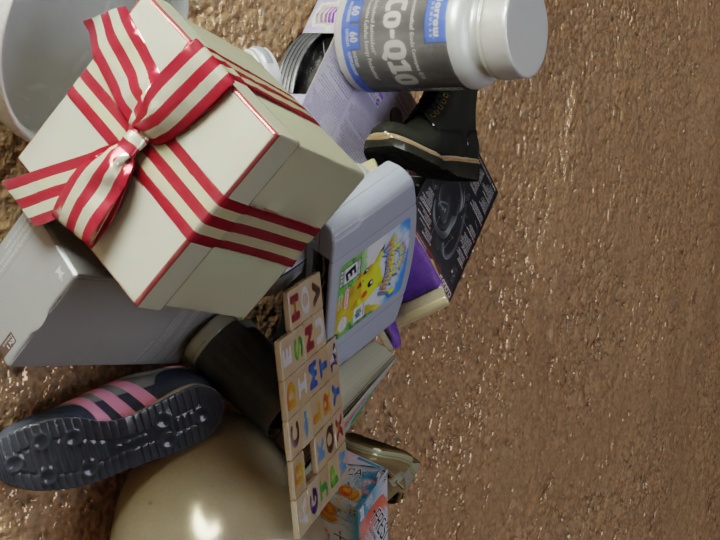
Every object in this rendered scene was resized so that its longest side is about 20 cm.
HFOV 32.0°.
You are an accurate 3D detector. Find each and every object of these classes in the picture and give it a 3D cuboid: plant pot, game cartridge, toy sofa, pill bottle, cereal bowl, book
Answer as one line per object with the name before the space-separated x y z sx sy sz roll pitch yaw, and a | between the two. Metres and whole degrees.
plant pot | -0.136 0.207 1.137 0.200 0.198 0.136 26 46 -54
game cartridge | 0.000 0.000 1.203 0.133 0.040 0.202 -41 149 -39
toy sofa | 0.025 -0.011 1.323 0.201 0.082 0.098 57 11 -48
pill bottle | 0.081 -0.239 1.265 0.113 0.198 0.116 -7 98 -55
cereal bowl | -0.228 -0.197 0.976 0.200 0.083 0.202 -41 145 -37
book | -0.041 0.161 1.292 0.134 0.048 0.200 -58 171 25

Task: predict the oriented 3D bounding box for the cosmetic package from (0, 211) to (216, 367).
cosmetic package | -0.206 0.015 1.030 0.107 0.091 0.199 -47 152 20

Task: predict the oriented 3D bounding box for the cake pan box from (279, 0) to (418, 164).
cake pan box | -0.021 -0.162 1.346 0.200 0.052 0.186 51 52 -47

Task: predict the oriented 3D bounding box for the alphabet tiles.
alphabet tiles | -0.041 0.109 1.098 0.167 0.007 0.203 -35 121 -73

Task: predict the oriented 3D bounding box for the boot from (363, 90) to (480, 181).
boot | 0.069 -0.176 1.349 0.199 0.076 0.141 8 86 -62

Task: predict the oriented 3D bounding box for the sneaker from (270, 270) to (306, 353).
sneaker | -0.047 0.073 1.328 0.087 0.075 0.203 35 67 -59

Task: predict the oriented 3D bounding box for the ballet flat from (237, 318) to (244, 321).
ballet flat | -0.143 0.006 1.174 0.067 0.066 0.202 -51 135 -37

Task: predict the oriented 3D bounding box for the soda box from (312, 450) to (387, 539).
soda box | -0.012 0.287 1.372 0.064 0.068 0.202 -50 151 -39

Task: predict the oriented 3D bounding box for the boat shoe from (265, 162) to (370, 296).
boat shoe | -0.051 -0.064 1.167 0.202 0.074 0.087 -40 149 -38

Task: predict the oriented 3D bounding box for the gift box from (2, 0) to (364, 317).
gift box | -0.142 -0.084 0.952 0.185 0.200 0.186 -53 158 10

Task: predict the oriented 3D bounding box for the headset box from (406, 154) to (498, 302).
headset box | 0.076 -0.066 1.483 0.149 0.076 0.202 55 52 -44

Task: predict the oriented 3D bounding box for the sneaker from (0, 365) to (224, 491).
sneaker | -0.221 0.130 1.070 0.197 0.082 0.071 -11 114 -25

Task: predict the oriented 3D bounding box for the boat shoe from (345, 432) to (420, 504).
boat shoe | 0.022 0.232 1.433 0.067 0.073 0.200 -69 157 -9

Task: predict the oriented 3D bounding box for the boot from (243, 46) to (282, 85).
boot | -0.123 -0.112 1.199 0.095 0.074 0.202 -20 128 -22

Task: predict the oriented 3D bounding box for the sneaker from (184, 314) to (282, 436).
sneaker | -0.100 0.105 1.161 0.075 0.106 0.200 -44 172 -2
